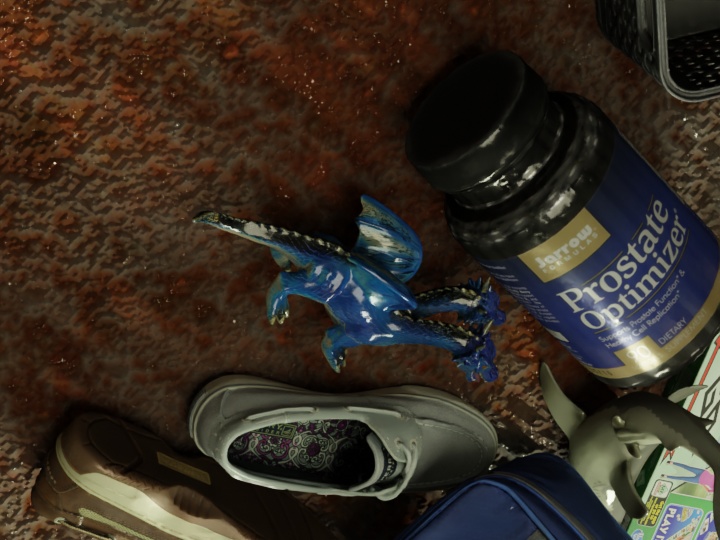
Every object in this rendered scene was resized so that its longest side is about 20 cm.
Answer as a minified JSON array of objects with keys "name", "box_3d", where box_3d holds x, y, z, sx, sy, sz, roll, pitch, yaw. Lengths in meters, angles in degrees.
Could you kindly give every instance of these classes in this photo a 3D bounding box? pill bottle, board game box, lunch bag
[{"name":"pill bottle","box_3d":[0.119,-0.031,1.266,0.112,0.112,0.200,-44,120,5]},{"name":"board game box","box_3d":[0.254,0.103,1.424,0.134,0.029,0.200,13,110,-23]},{"name":"lunch bag","box_3d":[0.066,0.213,1.317,0.200,0.136,0.132,-46,165,17]}]

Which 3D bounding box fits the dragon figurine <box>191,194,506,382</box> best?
[{"name":"dragon figurine","box_3d":[0.000,0.000,1.247,0.099,0.059,0.200,-25,127,31]}]

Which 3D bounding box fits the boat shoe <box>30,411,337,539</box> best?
[{"name":"boat shoe","box_3d":[-0.104,0.153,1.311,0.202,0.075,0.075,30,116,-22]}]

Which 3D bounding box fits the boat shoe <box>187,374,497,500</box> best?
[{"name":"boat shoe","box_3d":[-0.003,0.109,1.314,0.200,0.072,0.070,8,111,-24]}]

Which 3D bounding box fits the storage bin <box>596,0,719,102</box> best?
[{"name":"storage bin","box_3d":[0.239,-0.189,1.241,0.200,0.094,0.135,-14,118,-11]}]

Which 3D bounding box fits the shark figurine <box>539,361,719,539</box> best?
[{"name":"shark figurine","box_3d":[0.190,0.096,1.333,0.089,0.214,0.128,-24,94,-25]}]
